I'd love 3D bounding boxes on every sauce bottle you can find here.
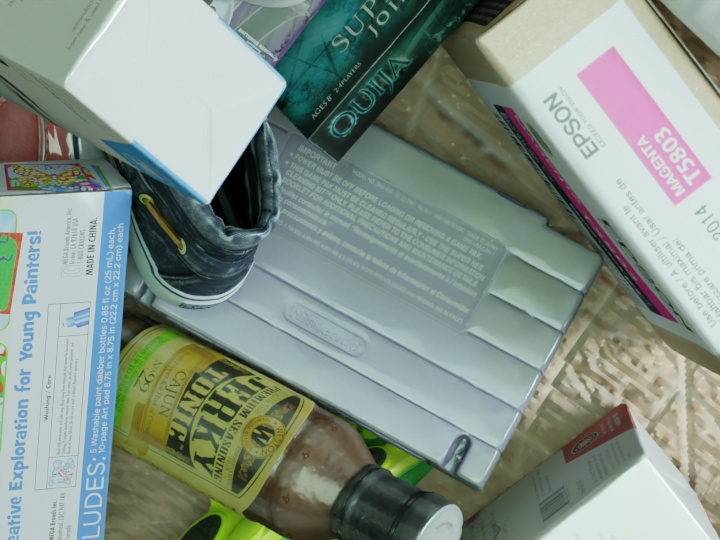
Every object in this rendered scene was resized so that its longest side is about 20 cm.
[{"bbox_3d":[-0.042,0.084,1.361,0.199,0.065,0.065,24,99,29],"label":"sauce bottle"}]

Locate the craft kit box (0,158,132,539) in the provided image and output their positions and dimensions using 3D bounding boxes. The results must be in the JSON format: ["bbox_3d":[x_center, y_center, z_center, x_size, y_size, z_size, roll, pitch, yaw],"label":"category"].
[{"bbox_3d":[-0.206,0.053,1.305,0.196,0.049,0.201,-4,114,-26],"label":"craft kit box"}]

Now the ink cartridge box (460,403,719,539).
[{"bbox_3d":[0.070,0.158,1.392,0.200,0.117,0.068,-38,98,6],"label":"ink cartridge box"}]

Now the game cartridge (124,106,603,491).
[{"bbox_3d":[0.000,0.000,1.386,0.199,0.038,0.130,29,79,5],"label":"game cartridge"}]

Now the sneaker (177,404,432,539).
[{"bbox_3d":[-0.038,0.140,1.421,0.200,0.074,0.084,-43,133,-3],"label":"sneaker"}]

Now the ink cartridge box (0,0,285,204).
[{"bbox_3d":[-0.142,-0.112,1.263,0.199,0.116,0.067,28,82,38],"label":"ink cartridge box"}]

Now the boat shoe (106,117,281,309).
[{"bbox_3d":[-0.088,-0.088,1.334,0.070,0.091,0.201,-17,77,-25],"label":"boat shoe"}]

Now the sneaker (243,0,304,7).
[{"bbox_3d":[-0.096,-0.172,1.224,0.200,0.115,0.076,26,93,-7],"label":"sneaker"}]

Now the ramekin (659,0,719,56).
[{"bbox_3d":[0.195,-0.139,1.311,0.200,0.201,0.098,39,104,-6],"label":"ramekin"}]

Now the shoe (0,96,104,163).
[{"bbox_3d":[-0.184,0.001,1.371,0.071,0.091,0.201,22,103,34],"label":"shoe"}]

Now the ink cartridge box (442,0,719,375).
[{"bbox_3d":[0.127,-0.051,1.334,0.075,0.165,0.200,-38,96,0],"label":"ink cartridge box"}]

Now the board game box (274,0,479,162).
[{"bbox_3d":[0.017,-0.162,1.341,0.200,0.135,0.028,-49,136,6],"label":"board game box"}]

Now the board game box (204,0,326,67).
[{"bbox_3d":[-0.083,-0.193,1.296,0.200,0.032,0.120,38,88,-9],"label":"board game box"}]
